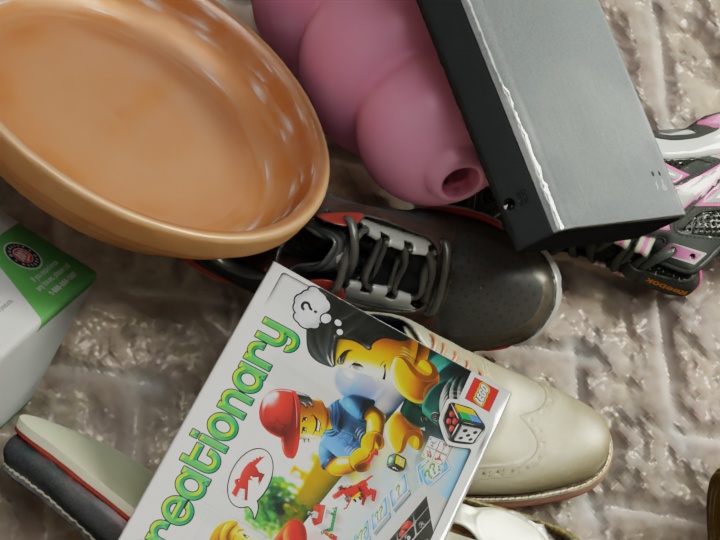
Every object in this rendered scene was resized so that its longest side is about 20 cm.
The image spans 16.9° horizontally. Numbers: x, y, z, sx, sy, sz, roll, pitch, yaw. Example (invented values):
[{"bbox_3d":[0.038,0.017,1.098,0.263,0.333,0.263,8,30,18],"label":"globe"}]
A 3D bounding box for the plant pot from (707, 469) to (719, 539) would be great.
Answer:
[{"bbox_3d":[0.272,0.121,1.146,0.199,0.187,0.187,-9,64,-6],"label":"plant pot"}]

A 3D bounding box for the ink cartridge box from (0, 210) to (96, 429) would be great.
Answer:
[{"bbox_3d":[-0.239,0.000,1.076,0.200,0.084,0.146,33,23,4],"label":"ink cartridge box"}]

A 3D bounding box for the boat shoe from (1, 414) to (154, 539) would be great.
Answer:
[{"bbox_3d":[-0.086,0.141,1.091,0.200,0.071,0.063,37,100,4],"label":"boat shoe"}]

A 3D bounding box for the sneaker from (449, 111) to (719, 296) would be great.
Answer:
[{"bbox_3d":[0.144,-0.027,1.244,0.199,0.080,0.087,-10,76,-15],"label":"sneaker"}]

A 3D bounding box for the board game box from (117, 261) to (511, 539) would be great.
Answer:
[{"bbox_3d":[-0.028,0.105,1.058,0.126,0.035,0.200,28,56,-1],"label":"board game box"}]

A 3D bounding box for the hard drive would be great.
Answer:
[{"bbox_3d":[0.079,-0.109,1.151,0.139,0.033,0.201,-8,74,-58],"label":"hard drive"}]

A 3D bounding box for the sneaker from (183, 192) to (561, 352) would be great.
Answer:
[{"bbox_3d":[0.000,0.000,1.168,0.199,0.082,0.077,11,95,-1],"label":"sneaker"}]

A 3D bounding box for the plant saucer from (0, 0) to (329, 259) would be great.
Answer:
[{"bbox_3d":[-0.108,-0.075,1.103,0.200,0.037,0.200,24,34,-17],"label":"plant saucer"}]

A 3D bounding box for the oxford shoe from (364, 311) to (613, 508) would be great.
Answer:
[{"bbox_3d":[0.032,0.063,1.160,0.199,0.074,0.071,11,59,-10],"label":"oxford shoe"}]

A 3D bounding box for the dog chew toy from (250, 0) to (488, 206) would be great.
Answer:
[{"bbox_3d":[0.019,-0.112,1.205,0.124,0.125,0.200,-6,47,-19],"label":"dog chew toy"}]

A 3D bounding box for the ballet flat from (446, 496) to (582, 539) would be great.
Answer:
[{"bbox_3d":[0.021,0.122,1.130,0.199,0.071,0.071,19,59,-5],"label":"ballet flat"}]
